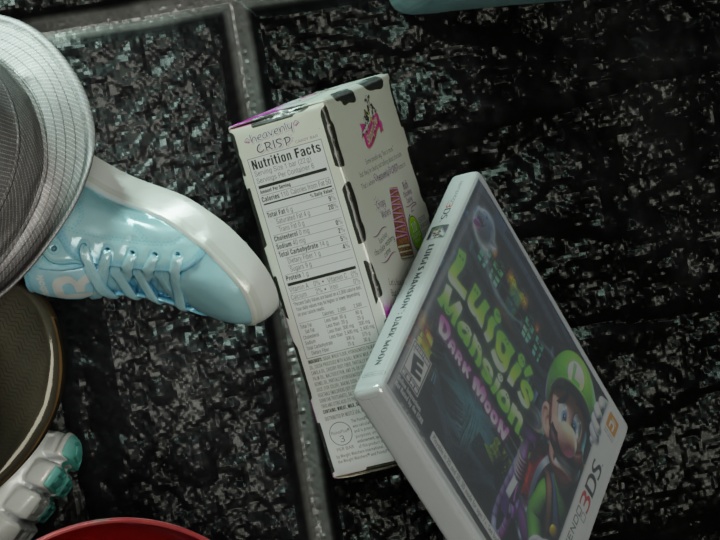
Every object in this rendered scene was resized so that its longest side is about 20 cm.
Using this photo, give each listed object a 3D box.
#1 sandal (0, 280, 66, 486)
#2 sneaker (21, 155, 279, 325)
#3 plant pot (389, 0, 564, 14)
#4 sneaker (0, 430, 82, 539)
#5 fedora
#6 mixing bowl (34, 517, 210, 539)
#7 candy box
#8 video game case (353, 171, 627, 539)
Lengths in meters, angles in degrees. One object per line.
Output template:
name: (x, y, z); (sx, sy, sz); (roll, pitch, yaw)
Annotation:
sandal: (-0.231, 0.093, 1.384); (0.082, 0.055, 0.200); (37, 84, 17)
sneaker: (-0.138, -0.006, 1.397); (0.200, 0.074, 0.082); (26, 63, 28)
plant pot: (0.119, -0.247, 1.401); (0.195, 0.200, 0.197); (-6, 95, -8)
sneaker: (-0.246, 0.151, 1.437); (0.091, 0.078, 0.200); (38, 85, 9)
fedora: (-0.249, -0.058, 1.367); (0.200, 0.090, 0.177); (-37, 65, 11)
mixing bowl: (-0.146, 0.222, 1.421); (0.199, 0.108, 0.201); (-3, 99, -18)
candy box: (0.000, 0.000, 1.422); (0.061, 0.136, 0.201); (-14, 95, 17)
video game case: (0.077, 0.077, 1.410); (0.023, 0.182, 0.200); (-13, 123, 32)
